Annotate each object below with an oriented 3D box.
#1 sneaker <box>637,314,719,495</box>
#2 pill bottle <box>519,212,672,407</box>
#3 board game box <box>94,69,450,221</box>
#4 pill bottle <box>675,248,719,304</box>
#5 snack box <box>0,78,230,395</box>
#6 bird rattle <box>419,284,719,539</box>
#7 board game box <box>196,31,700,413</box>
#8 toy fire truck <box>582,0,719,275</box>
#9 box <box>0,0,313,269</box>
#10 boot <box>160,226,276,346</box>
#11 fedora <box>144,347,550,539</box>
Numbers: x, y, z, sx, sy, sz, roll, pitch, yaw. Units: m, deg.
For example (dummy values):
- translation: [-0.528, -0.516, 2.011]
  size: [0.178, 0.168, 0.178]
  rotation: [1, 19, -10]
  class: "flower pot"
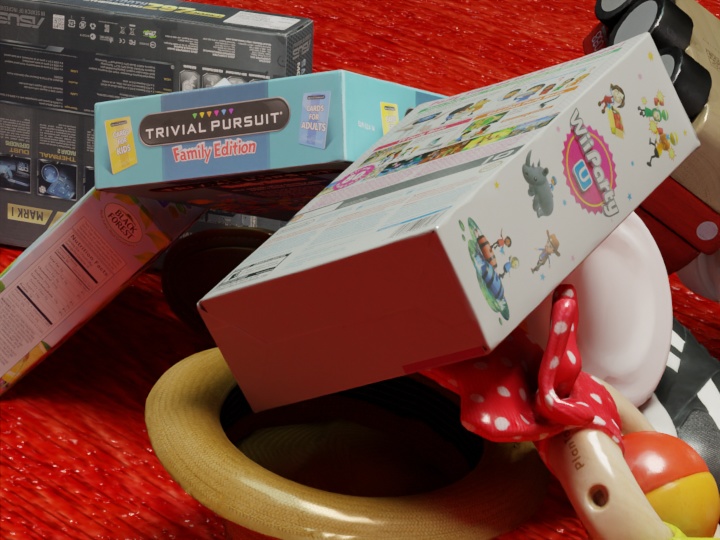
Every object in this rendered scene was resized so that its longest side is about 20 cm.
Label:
- translation: [0.182, 0.073, 1.468]
  size: [0.111, 0.074, 0.200]
  rotation: [4, 27, -7]
  class: "sneaker"
- translation: [0.048, 0.028, 1.439]
  size: [0.199, 0.113, 0.112]
  rotation: [-10, 6, 42]
  class: "pill bottle"
- translation: [-0.018, -0.061, 1.470]
  size: [0.150, 0.047, 0.200]
  rotation: [-5, -7, 31]
  class: "board game box"
- translation: [0.265, 0.000, 1.542]
  size: [0.112, 0.113, 0.199]
  rotation: [-12, 24, -37]
  class: "pill bottle"
- translation: [-0.135, -0.021, 1.572]
  size: [0.053, 0.142, 0.200]
  rotation: [49, 23, -4]
  class: "snack box"
- translation: [0.111, 0.101, 1.258]
  size: [0.200, 0.113, 0.163]
  rotation: [50, 10, 20]
  class: "bird rattle"
- translation: [0.042, -0.023, 1.282]
  size: [0.147, 0.065, 0.200]
  rotation: [-15, 20, 41]
  class: "board game box"
- translation: [0.121, -0.060, 1.572]
  size: [0.128, 0.200, 0.176]
  rotation: [34, 24, -22]
  class: "toy fire truck"
- translation: [-0.130, -0.083, 1.712]
  size: [0.198, 0.159, 0.051]
  rotation: [9, 19, 18]
  class: "box"
- translation: [0.000, 0.000, 1.633]
  size: [0.198, 0.077, 0.155]
  rotation: [-2, 10, 18]
  class: "boot"
- translation: [-0.010, 0.102, 1.304]
  size: [0.199, 0.082, 0.201]
  rotation: [10, 23, -4]
  class: "fedora"
